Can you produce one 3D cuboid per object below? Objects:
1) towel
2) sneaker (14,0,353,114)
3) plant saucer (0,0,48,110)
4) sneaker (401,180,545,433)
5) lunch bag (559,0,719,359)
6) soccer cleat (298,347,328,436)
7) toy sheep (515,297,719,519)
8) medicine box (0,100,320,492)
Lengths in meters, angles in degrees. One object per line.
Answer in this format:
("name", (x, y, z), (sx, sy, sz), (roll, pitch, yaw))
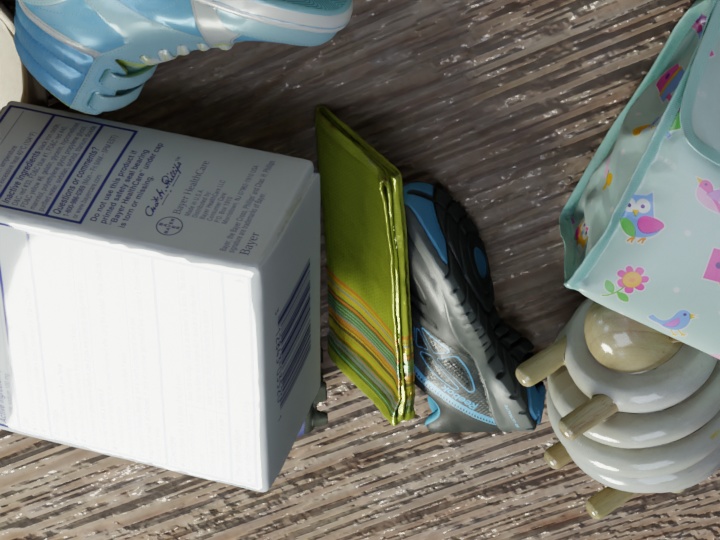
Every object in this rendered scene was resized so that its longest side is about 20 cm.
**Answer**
("towel", (0.000, 0.000, 1.589), (0.018, 0.086, 0.201), (-27, 136, -25))
("sneaker", (-0.107, -0.139, 1.478), (0.199, 0.080, 0.131), (17, 129, 4))
("plant saucer", (-0.283, -0.117, 1.547), (0.199, 0.030, 0.201), (3, 130, 4))
("sneaker", (0.048, 0.032, 1.612), (0.081, 0.073, 0.201), (-11, 127, 20))
("lunch bag", (0.231, -0.055, 1.488), (0.170, 0.122, 0.201), (25, 115, -10))
("soccer cleat", (-0.068, 0.033, 1.626), (0.083, 0.065, 0.201), (-7, 132, -1))
("toy sheep", (0.175, 0.078, 1.602), (0.137, 0.138, 0.200), (-6, 145, 11))
("medicine box", (-0.132, 0.015, 1.535), (0.199, 0.103, 0.183), (13, 133, 14))
